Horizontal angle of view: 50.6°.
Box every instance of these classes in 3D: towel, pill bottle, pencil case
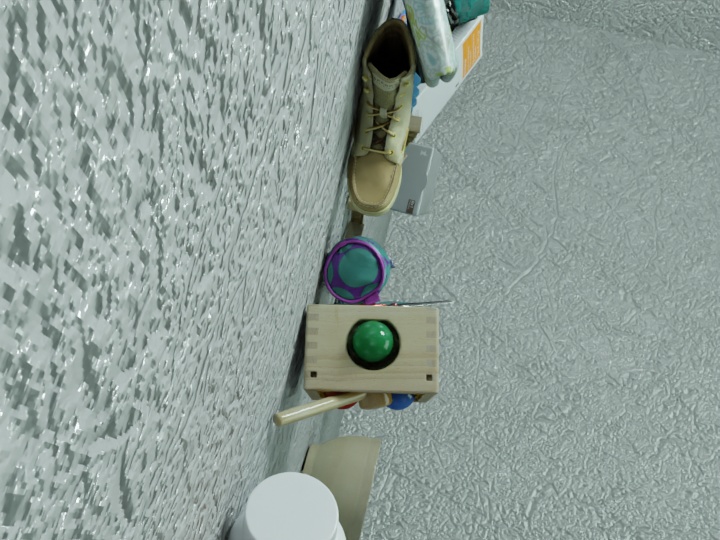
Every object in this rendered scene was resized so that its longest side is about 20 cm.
[{"bbox_3d":[0.076,-0.306,0.892,0.200,0.048,0.172,-60,133,-79],"label":"towel"},{"bbox_3d":[-0.071,0.283,0.718,0.112,0.112,0.200,-73,176,-49],"label":"pill bottle"},{"bbox_3d":[0.000,0.000,1.054,0.093,0.085,0.200,64,5,1],"label":"pencil case"}]

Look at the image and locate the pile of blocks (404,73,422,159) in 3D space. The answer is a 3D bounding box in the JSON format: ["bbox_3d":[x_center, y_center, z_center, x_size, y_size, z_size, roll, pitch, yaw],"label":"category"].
[{"bbox_3d":[0.048,-0.222,1.066,0.062,0.082,0.201,4,99,-87],"label":"pile of blocks"}]

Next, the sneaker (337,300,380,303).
[{"bbox_3d":[-0.015,0.113,1.342,0.200,0.079,0.096,99,7,-47],"label":"sneaker"}]

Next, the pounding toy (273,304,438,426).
[{"bbox_3d":[-0.001,0.122,0.922,0.200,0.183,0.143,90,1,-76],"label":"pounding toy"}]

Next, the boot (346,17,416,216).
[{"bbox_3d":[0.026,-0.181,0.916,0.156,0.072,0.201,94,8,-73],"label":"boot"}]

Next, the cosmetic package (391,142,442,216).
[{"bbox_3d":[0.073,-0.146,1.194,0.200,0.090,0.107,-14,119,-78],"label":"cosmetic package"}]

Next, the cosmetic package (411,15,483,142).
[{"bbox_3d":[0.108,-0.307,1.170,0.200,0.071,0.102,-53,160,-15],"label":"cosmetic package"}]

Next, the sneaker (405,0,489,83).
[{"bbox_3d":[0.127,-0.362,1.092,0.084,0.120,0.201,75,11,-70],"label":"sneaker"}]

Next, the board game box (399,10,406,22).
[{"bbox_3d":[0.066,-0.324,1.289,0.152,0.045,0.201,-71,173,-61],"label":"board game box"}]

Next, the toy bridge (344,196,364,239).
[{"bbox_3d":[-0.012,-0.052,1.184,0.067,0.027,0.200,-76,177,-47],"label":"toy bridge"}]

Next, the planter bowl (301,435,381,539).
[{"bbox_3d":[-0.047,0.408,1.461,0.200,0.134,0.201,12,90,-87],"label":"planter bowl"}]

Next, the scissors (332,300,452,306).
[{"bbox_3d":[0.036,0.051,1.023,0.073,0.199,0.014,-175,-96,-81],"label":"scissors"}]

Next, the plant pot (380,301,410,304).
[{"bbox_3d":[0.025,0.155,1.692,0.200,0.134,0.201,13,90,-87],"label":"plant pot"}]
